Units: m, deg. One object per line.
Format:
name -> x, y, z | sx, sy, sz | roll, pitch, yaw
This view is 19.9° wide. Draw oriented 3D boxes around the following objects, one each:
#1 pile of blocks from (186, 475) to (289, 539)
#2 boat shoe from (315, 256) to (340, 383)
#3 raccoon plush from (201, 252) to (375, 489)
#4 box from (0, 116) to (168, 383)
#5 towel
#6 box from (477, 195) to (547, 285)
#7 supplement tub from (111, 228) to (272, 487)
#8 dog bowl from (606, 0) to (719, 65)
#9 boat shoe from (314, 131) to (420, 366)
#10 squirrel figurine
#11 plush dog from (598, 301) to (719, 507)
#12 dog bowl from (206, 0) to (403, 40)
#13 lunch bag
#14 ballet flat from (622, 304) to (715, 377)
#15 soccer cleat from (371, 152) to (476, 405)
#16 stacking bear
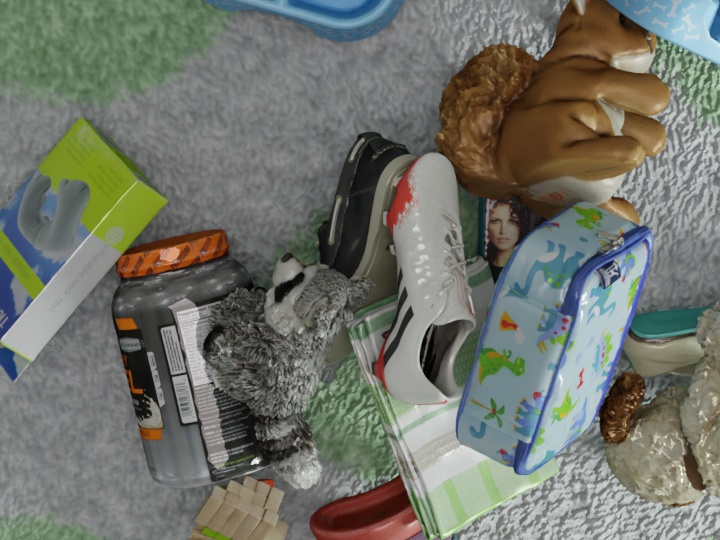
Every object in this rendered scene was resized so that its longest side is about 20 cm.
pile of blocks -> -0.097, 0.231, 1.749 | 0.082, 0.062, 0.200 | 10, 138, 12
boat shoe -> 0.000, 0.001, 1.751 | 0.065, 0.074, 0.202 | 31, 98, -11
raccoon plush -> -0.032, 0.076, 1.650 | 0.134, 0.097, 0.200 | -9, 125, 36
box -> -0.261, -0.019, 1.713 | 0.200, 0.122, 0.048 | -49, 134, 4
towel -> 0.082, 0.104, 1.701 | 0.149, 0.031, 0.200 | -25, 98, -29
box -> 0.142, 0.026, 1.768 | 0.082, 0.049, 0.200 | 1, 96, -2
supplement tub -> -0.138, 0.072, 1.725 | 0.122, 0.123, 0.200 | -13, 96, -1
dog bowl -> 0.280, -0.214, 1.701 | 0.200, 0.111, 0.050 | 19, 112, -31
boat shoe -> -0.003, -0.016, 1.686 | 0.068, 0.072, 0.200 | 33, 117, 32
squirrel figurine -> 0.157, -0.146, 1.693 | 0.200, 0.142, 0.187 | 4, 67, 15
plush dog -> 0.290, 0.146, 1.719 | 0.172, 0.161, 0.200 | -15, 133, 24
dog bowl -> -0.056, -0.261, 1.721 | 0.200, 0.050, 0.112 | 16, 95, -3
lunch bag -> 0.158, 0.051, 1.632 | 0.082, 0.161, 0.200 | 26, 116, 21
ballet flat -> 0.324, 0.056, 1.778 | 0.200, 0.069, 0.070 | -8, 96, 1
soccer cleat -> 0.059, 0.009, 1.613 | 0.069, 0.085, 0.200 | 5, 95, -40
stacking bear -> 0.051, 0.288, 1.760 | 0.121, 0.114, 0.200 | -22, 101, 0
